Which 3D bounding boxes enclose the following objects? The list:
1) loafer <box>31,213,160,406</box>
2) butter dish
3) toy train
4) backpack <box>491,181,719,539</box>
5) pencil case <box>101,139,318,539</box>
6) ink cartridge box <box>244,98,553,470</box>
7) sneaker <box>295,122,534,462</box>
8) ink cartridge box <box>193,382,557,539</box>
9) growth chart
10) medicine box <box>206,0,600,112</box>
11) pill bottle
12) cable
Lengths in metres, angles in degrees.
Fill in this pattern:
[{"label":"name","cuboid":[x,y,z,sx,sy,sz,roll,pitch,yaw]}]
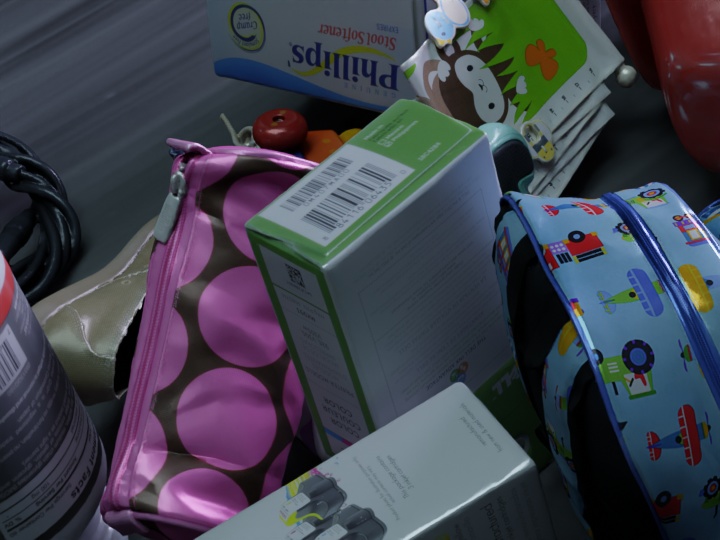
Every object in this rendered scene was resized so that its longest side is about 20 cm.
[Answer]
[{"label":"loafer","cuboid":[-0.116,0.026,0.954,0.067,0.077,0.200,20,36,23]},{"label":"butter dish","cuboid":[0.236,-0.105,0.908,0.197,0.200,0.149,-7,66,19]},{"label":"toy train","cuboid":[-0.008,-0.069,1.033,0.115,0.085,0.200,-16,36,-12]},{"label":"backpack","cuboid":[0.136,0.046,0.708,0.133,0.201,0.183,-24,44,3]},{"label":"pencil case","cuboid":[-0.073,0.039,0.827,0.090,0.093,0.202,2,79,40]},{"label":"ink cartridge box","cuboid":[0.026,0.034,0.787,0.104,0.201,0.059,-40,42,-25]},{"label":"sneaker","cuboid":[0.000,0.000,0.895,0.139,0.078,0.201,22,80,43]},{"label":"ink cartridge box","cuboid":[-0.011,0.152,0.731,0.199,0.116,0.068,-30,41,-11]},{"label":"growth chart","cuboid":[0.084,-0.098,0.965,0.018,0.145,0.201,-22,31,55]},{"label":"medicine box","cuboid":[0.030,-0.185,1.089,0.181,0.104,0.199,16,31,37]},{"label":"pill bottle","cuboid":[-0.194,0.083,0.826,0.115,0.201,0.116,-12,39,10]},{"label":"cable","cuboid":[-0.271,-0.055,1.089,0.162,0.051,0.201,-6,45,-28]}]
